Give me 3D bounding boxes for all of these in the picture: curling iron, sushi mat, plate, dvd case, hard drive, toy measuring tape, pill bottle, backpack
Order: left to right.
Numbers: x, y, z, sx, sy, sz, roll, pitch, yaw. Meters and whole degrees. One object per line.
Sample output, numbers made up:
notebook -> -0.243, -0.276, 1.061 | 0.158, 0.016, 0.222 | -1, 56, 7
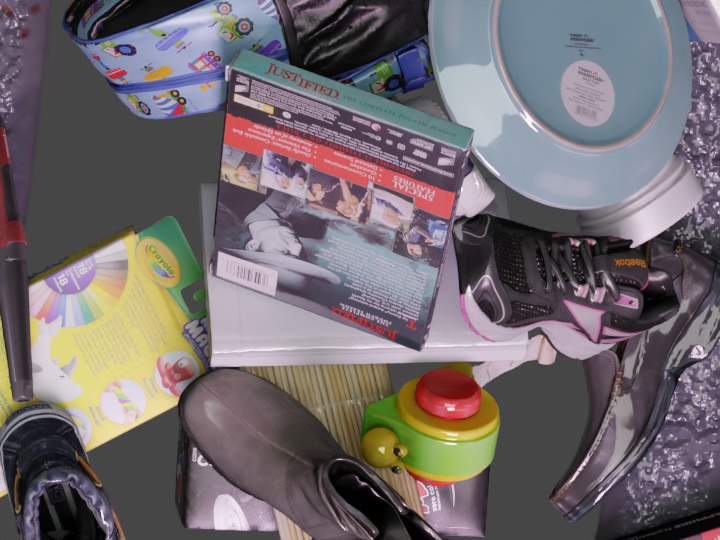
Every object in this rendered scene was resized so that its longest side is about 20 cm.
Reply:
curling iron -> -0.230, -0.014, 1.544 | 0.049, 0.026, 0.201 | -7, 79, -29
backpack -> -0.073, -0.151, 1.500 | 0.200, 0.183, 0.135 | -25, 112, -8
dvd case -> -0.015, -0.038, 1.457 | 0.146, 0.200, 0.022 | 19, 52, 8
sushi mat -> -0.014, 0.125, 1.558 | 0.095, 0.012, 0.201 | -12, 80, -11
hard drive -> 0.000, 0.000, 1.572 | 0.199, 0.026, 0.132 | -1, 55, -8
toy measuring tape -> 0.078, 0.089, 1.564 | 0.200, 0.073, 0.074 | -22, 103, -42
pill bottle -> 0.134, -0.113, 1.573 | 0.109, 0.109, 0.200 | -33, 100, -3
plate -> 0.130, -0.137, 1.495 | 0.200, 0.026, 0.201 | 6, 78, -32

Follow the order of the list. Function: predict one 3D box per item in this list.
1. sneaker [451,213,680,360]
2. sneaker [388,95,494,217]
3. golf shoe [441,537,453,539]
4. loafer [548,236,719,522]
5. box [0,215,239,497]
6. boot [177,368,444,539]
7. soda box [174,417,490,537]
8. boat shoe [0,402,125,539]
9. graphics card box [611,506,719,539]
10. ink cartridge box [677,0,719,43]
sneaker -> 0.130, 0.001, 1.516 | 0.086, 0.200, 0.081 | -17, 75, 30
sneaker -> -0.007, -0.053, 1.513 | 0.129, 0.199, 0.080 | -37, 125, -5
golf shoe -> -0.027, 0.208, 1.574 | 0.199, 0.078, 0.097 | -19, 139, 8
loafer -> 0.174, 0.071, 1.629 | 0.072, 0.073, 0.200 | 33, 83, -3
box -> -0.185, 0.054, 1.582 | 0.200, 0.048, 0.118 | -26, 100, -1
boot -> -0.021, 0.122, 1.482 | 0.200, 0.131, 0.068 | 42, 75, 2
soda box -> -0.019, 0.135, 1.604 | 0.199, 0.071, 0.064 | 2, 96, -9
boat shoe -> -0.179, 0.187, 1.552 | 0.071, 0.091, 0.201 | -20, 121, -6
graphics card box -> 0.209, 0.237, 1.662 | 0.199, 0.051, 0.126 | -15, 100, -5
ink cartridge box -> 0.225, -0.261, 1.556 | 0.125, 0.129, 0.200 | -29, 100, -4
